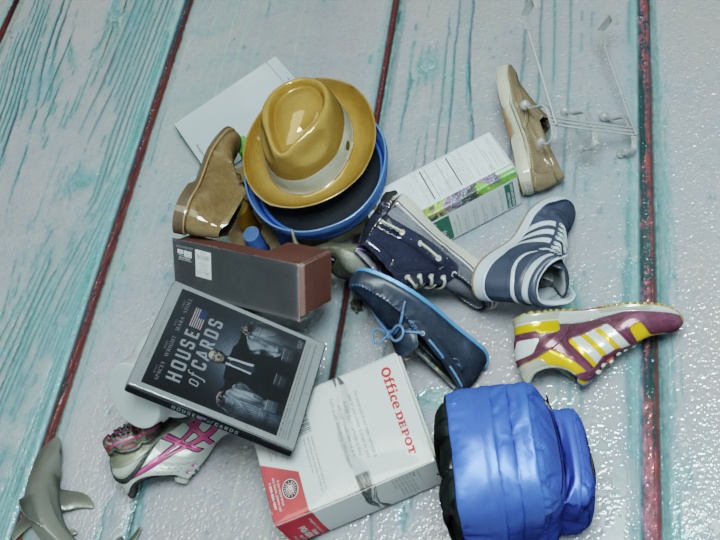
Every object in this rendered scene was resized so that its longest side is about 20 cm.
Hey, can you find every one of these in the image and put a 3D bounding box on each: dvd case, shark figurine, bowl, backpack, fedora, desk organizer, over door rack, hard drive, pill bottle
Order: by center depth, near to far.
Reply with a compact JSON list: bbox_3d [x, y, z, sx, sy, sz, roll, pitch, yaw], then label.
[{"bbox_3d":[0.158,0.203,0.949,0.165,0.201,0.165,-14,55,8],"label":"backpack"},{"bbox_3d":[-0.150,0.110,1.044,0.197,0.025,0.152,23,50,-8],"label":"dvd case"},{"bbox_3d":[-0.209,0.110,1.117,0.110,0.113,0.199,19,28,26],"label":"pill bottle"},{"bbox_3d":[-0.377,0.307,1.122,0.213,0.090,0.128,34,75,33],"label":"shark figurine"},{"bbox_3d":[-0.136,0.000,1.143,0.197,0.073,0.077,11,21,30],"label":"desk organizer"},{"bbox_3d":[-0.076,-0.181,1.174,0.197,0.082,0.204,-7,63,13],"label":"fedora"},{"bbox_3d":[-0.057,-0.132,1.216,0.197,0.039,0.204,-7,63,13],"label":"bowl"},{"bbox_3d":[0.286,-0.250,1.218,0.145,0.066,0.204,3,73,-25],"label":"over door rack"},{"bbox_3d":[-0.184,-0.244,1.433,0.199,0.027,0.132,-35,56,-5],"label":"hard drive"}]

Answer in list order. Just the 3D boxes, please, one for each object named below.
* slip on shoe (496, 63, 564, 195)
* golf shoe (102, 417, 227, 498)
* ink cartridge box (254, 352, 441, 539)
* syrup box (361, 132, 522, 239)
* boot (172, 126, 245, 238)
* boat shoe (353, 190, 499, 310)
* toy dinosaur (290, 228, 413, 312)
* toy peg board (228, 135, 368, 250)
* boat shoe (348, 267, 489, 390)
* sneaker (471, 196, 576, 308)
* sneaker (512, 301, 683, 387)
[{"bbox_3d":[0.230,-0.200,1.247,0.060,0.076,0.203,-14,59,14],"label":"slip on shoe"},{"bbox_3d":[-0.218,0.216,1.148,0.197,0.073,0.094,-19,96,-7],"label":"golf shoe"},{"bbox_3d":[-0.015,0.209,1.069,0.197,0.083,0.148,-22,55,3],"label":"ink cartridge box"},{"bbox_3d":[0.109,-0.092,1.218,0.198,0.079,0.082,-28,56,-1],"label":"syrup box"},{"bbox_3d":[-0.182,-0.114,1.208,0.074,0.074,0.202,13,47,2],"label":"boot"},{"bbox_3d":[0.080,0.002,1.126,0.199,0.075,0.093,41,64,-5],"label":"boat shoe"},{"bbox_3d":[0.000,0.000,1.163,0.077,0.200,0.102,-47,14,-25],"label":"toy dinosaur"},{"bbox_3d":[-0.114,-0.118,1.292,0.198,0.098,0.201,-27,55,1],"label":"toy peg board"},{"bbox_3d":[0.065,0.073,1.082,0.199,0.084,0.069,35,75,-5],"label":"boat shoe"},{"bbox_3d":[0.233,-0.021,1.105,0.108,0.071,0.199,9,40,47],"label":"sneaker"},{"bbox_3d":[0.279,0.089,1.067,0.196,0.075,0.092,-6,79,10],"label":"sneaker"}]
